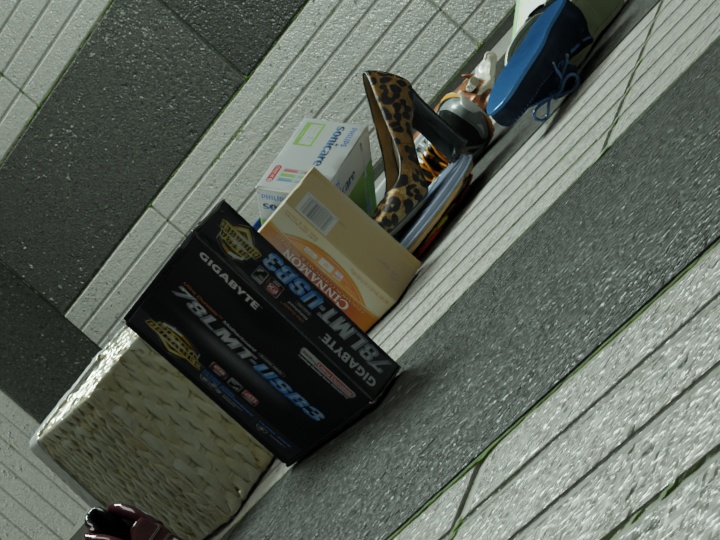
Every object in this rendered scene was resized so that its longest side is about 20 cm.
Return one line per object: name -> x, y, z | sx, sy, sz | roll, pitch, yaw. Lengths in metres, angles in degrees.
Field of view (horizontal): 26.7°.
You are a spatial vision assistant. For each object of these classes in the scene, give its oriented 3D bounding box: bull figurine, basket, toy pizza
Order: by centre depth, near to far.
basket -> -0.187, 0.149, 1.525 | 0.161, 0.200, 0.199 | -41, 10, 49
toy pizza -> 0.066, -0.045, 1.686 | 0.201, 0.032, 0.200 | -50, 5, 6
bull figurine -> 0.147, -0.232, 2.171 | 0.201, 0.065, 0.121 | -51, 2, -8

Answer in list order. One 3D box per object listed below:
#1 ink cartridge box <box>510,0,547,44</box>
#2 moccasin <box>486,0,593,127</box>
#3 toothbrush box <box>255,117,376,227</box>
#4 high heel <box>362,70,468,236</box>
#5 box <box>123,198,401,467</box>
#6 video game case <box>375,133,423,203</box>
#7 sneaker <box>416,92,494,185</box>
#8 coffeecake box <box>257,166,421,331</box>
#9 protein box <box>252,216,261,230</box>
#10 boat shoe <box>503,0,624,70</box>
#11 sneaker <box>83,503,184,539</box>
ink cartridge box -> 0.275, -0.396, 2.069 | 0.200, 0.047, 0.147 | 135, 149, -59
moccasin -> 0.195, -0.208, 1.544 | 0.080, 0.068, 0.201 | -31, 19, 51
toothbrush box -> -0.043, -0.047, 1.722 | 0.146, 0.085, 0.202 | -60, -28, -46
high heel -> 0.017, -0.123, 1.672 | 0.201, 0.142, 0.071 | -53, 7, -31
box -> -0.087, 0.059, 1.263 | 0.050, 0.200, 0.198 | -50, 5, -32
video game case -> 0.030, -0.073, 2.031 | 0.201, 0.023, 0.182 | -52, -11, -27
sneaker -> 0.105, -0.146, 1.880 | 0.077, 0.078, 0.200 | -51, -6, -29
coffeecake box -> -0.055, 0.013, 1.608 | 0.200, 0.153, 0.073 | -46, 5, 44
protein box -> -0.148, 0.060, 2.072 | 0.201, 0.134, 0.199 | -56, -1, 37
boat shoe -> 0.213, -0.260, 1.675 | 0.200, 0.075, 0.066 | -49, 12, -29
sneaker -> -0.195, 0.249, 1.290 | 0.076, 0.115, 0.200 | -52, 6, -37
